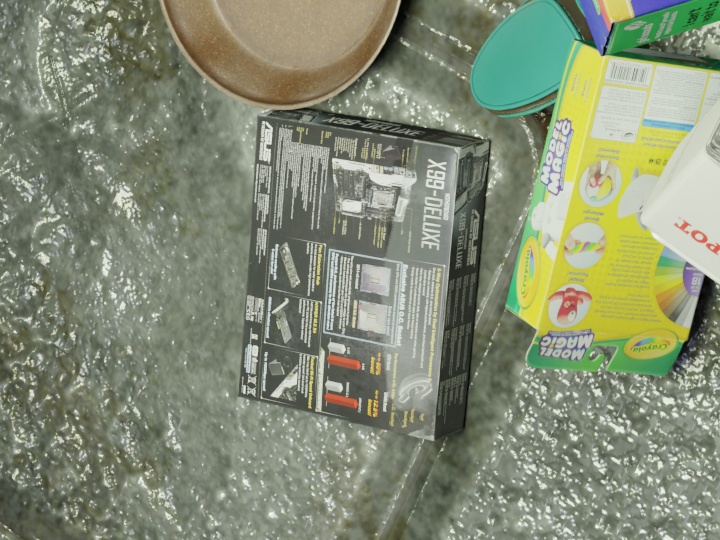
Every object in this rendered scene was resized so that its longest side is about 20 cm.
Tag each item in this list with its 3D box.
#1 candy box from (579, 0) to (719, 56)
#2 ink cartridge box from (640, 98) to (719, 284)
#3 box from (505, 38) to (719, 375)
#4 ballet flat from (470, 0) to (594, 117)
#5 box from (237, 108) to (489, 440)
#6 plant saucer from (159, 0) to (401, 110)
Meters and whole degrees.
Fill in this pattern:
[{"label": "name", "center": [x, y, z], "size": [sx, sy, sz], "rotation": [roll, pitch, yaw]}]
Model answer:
[{"label": "candy box", "center": [0.205, -0.233, 1.315], "size": [0.199, 0.077, 0.170], "rotation": [-18, 77, -1]}, {"label": "ink cartridge box", "center": [0.274, -0.064, 1.307], "size": [0.145, 0.084, 0.200], "rotation": [35, 139, -4]}, {"label": "box", "center": [0.163, -0.034, 1.427], "size": [0.048, 0.117, 0.201], "rotation": [36, 117, 59]}, {"label": "ballet flat", "center": [0.148, -0.159, 1.438], "size": [0.200, 0.070, 0.068], "rotation": [-44, 66, 43]}, {"label": "box", "center": [0.000, 0.000, 1.564], "size": [0.157, 0.050, 0.202], "rotation": [10, 102, 28]}, {"label": "plant saucer", "center": [-0.049, -0.211, 1.570], "size": [0.199, 0.037, 0.202], "rotation": [5, 101, 30]}]
